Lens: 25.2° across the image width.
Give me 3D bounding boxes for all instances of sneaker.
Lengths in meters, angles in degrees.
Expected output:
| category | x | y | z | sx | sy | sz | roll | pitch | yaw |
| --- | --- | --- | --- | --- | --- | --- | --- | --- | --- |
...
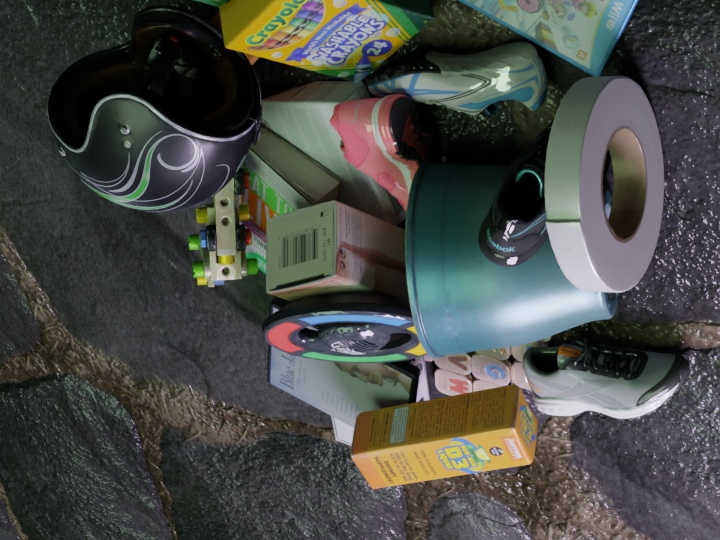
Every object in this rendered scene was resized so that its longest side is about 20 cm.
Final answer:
| category | x | y | z | sx | sy | sz | roll | pitch | yaw |
| --- | --- | --- | --- | --- | --- | --- | --- | --- | --- |
| sneaker | 0.260 | 0.112 | 1.740 | 0.199 | 0.074 | 0.080 | -7 | 126 | 38 |
| sneaker | 0.092 | -0.183 | 1.597 | 0.199 | 0.072 | 0.073 | 2 | 121 | 34 |
| sneaker | 0.183 | -0.093 | 1.519 | 0.075 | 0.200 | 0.079 | 29 | 158 | 14 |
| sneaker | 0.026 | -0.123 | 1.662 | 0.086 | 0.074 | 0.200 | 8 | 156 | 21 |

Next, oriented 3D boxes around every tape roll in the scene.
| category | x | y | z | sx | sy | sz | roll | pitch | yaw |
| --- | --- | --- | --- | --- | --- | --- | --- | --- | --- |
| tape roll | 0.229 | -0.080 | 1.499 | 0.037 | 0.203 | 0.204 | 2 | 128 | 32 |

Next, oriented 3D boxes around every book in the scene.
| category | x | y | z | sx | sy | sz | roll | pitch | yaw |
| --- | --- | --- | --- | --- | --- | --- | --- | --- | --- |
| book | -0.093 | -0.064 | 1.819 | 0.133 | 0.048 | 0.200 | 39 | 149 | 20 |

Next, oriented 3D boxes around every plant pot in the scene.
| category | x | y | z | sx | sy | sz | roll | pitch | yaw |
| --- | --- | --- | --- | --- | --- | --- | --- | --- | --- |
| plant pot | 0.160 | -0.014 | 1.621 | 0.187 | 0.201 | 0.201 | -2 | 127 | 18 |

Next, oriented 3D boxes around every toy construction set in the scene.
| category | x | y | z | sx | sy | sz | roll | pitch | yaw |
| --- | --- | --- | --- | --- | --- | --- | --- | --- | --- |
| toy construction set | -0.161 | -0.072 | 1.788 | 0.092 | 0.131 | 0.201 | -17 | 106 | -4 |

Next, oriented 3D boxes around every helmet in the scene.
| category | x | y | z | sx | sy | sz | roll | pitch | yaw |
| --- | --- | --- | --- | --- | --- | --- | --- | --- | --- |
| helmet | -0.212 | -0.154 | 1.647 | 0.200 | 0.200 | 0.191 | 44 | 137 | -8 |

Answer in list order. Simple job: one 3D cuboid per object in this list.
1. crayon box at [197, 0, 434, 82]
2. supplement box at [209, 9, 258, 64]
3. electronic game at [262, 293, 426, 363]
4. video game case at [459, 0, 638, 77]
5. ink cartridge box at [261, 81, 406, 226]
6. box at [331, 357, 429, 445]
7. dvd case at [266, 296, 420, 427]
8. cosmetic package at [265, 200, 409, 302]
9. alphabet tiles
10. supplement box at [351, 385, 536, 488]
| category | x | y | z | sx | sy | sz | roll | pitch | yaw |
| --- | --- | --- | --- | --- | --- | --- | --- | --- | --- |
| crayon box | -0.045 | -0.251 | 1.551 | 0.199 | 0.052 | 0.126 | 10 | 148 | -36 |
| supplement box | -0.115 | -0.256 | 1.677 | 0.069 | 0.067 | 0.200 | 43 | 138 | -6 |
| electronic game | -0.006 | 0.067 | 1.728 | 0.199 | 0.042 | 0.200 | 1 | 163 | 0 |
| video game case | 0.162 | -0.282 | 1.502 | 0.199 | 0.018 | 0.143 | 30 | 137 | 8 |
| ink cartridge box | -0.047 | -0.130 | 1.772 | 0.199 | 0.047 | 0.161 | 9 | 133 | 46 |
| box | 0.018 | 0.131 | 1.926 | 0.116 | 0.060 | 0.201 | 18 | 135 | 29 |
| dvd case | -0.023 | 0.123 | 1.891 | 0.199 | 0.018 | 0.143 | 26 | 139 | 20 |
| cosmetic package | 0.000 | 0.000 | 1.730 | 0.103 | 0.088 | 0.199 | -15 | 157 | 38 |
| alphabet tiles | 0.127 | 0.076 | 1.846 | 0.195 | 0.015 | 0.201 | 15 | 133 | 23 |
| supplement box | 0.093 | 0.187 | 1.807 | 0.199 | 0.069 | 0.067 | -14 | 130 | 21 |
